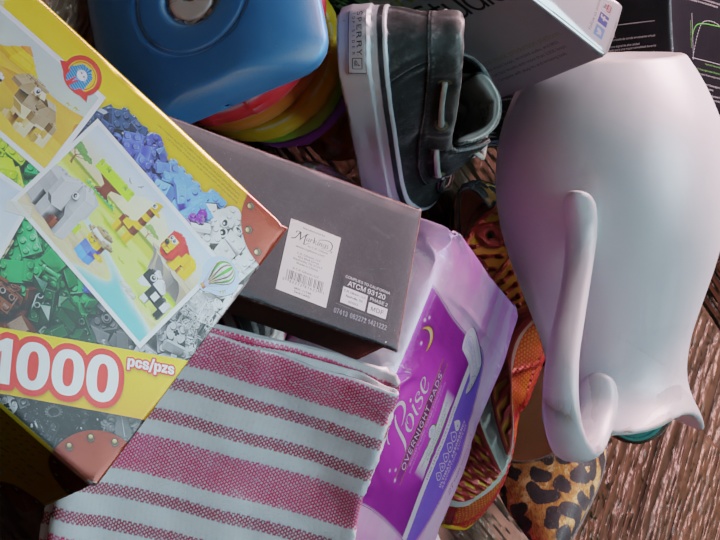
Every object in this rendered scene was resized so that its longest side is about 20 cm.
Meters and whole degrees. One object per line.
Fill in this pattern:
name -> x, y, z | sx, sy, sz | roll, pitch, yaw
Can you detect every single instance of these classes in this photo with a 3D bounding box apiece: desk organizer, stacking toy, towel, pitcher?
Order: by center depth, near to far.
towel -> -0.073, 0.125, 1.343 | 0.146, 0.030, 0.201 | 13, 97, -16
desk organizer -> -0.081, -0.017, 1.348 | 0.199, 0.077, 0.072 | 20, 66, -22
stacking toy -> -0.041, -0.100, 1.475 | 0.200, 0.116, 0.110 | 37, 35, -60
pitcher -> 0.124, -0.008, 1.510 | 0.172, 0.121, 0.201 | -21, 111, -72

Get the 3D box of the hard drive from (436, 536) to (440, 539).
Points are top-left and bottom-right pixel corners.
hard drive -> -0.027, 0.155, 1.533 | 0.200, 0.027, 0.132 | -47, 124, -48

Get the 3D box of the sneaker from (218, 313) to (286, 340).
sneaker -> -0.095, 0.033, 1.401 | 0.088, 0.073, 0.200 | 57, 47, -44

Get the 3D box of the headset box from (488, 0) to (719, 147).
headset box -> 0.115, -0.178, 1.658 | 0.093, 0.173, 0.201 | 5, 81, -58

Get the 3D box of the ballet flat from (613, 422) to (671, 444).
ballet flat -> 0.152, 0.004, 1.795 | 0.067, 0.068, 0.201 | -91, 168, -75

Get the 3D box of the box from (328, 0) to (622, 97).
box -> 0.011, -0.154, 1.470 | 0.200, 0.144, 0.036 | 36, 59, -25

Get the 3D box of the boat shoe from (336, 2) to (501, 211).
boat shoe -> 0.035, -0.074, 1.465 | 0.200, 0.071, 0.072 | 62, 30, -73

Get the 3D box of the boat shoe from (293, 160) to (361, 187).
boat shoe -> 0.000, 0.000, 1.557 | 0.200, 0.067, 0.074 | 32, 60, -51

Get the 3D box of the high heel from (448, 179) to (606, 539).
high heel -> 0.083, 0.053, 1.664 | 0.143, 0.071, 0.201 | 54, 28, -47

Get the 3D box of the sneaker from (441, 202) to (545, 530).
sneaker -> 0.067, 0.045, 1.613 | 0.077, 0.073, 0.201 | 106, 6, -67

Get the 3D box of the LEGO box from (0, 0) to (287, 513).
LEGO box -> -0.155, -0.023, 1.219 | 0.200, 0.077, 0.149 | 42, 62, -13

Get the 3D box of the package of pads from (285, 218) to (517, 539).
package of pads -> 0.001, 0.080, 1.458 | 0.201, 0.075, 0.121 | -68, 152, -16
